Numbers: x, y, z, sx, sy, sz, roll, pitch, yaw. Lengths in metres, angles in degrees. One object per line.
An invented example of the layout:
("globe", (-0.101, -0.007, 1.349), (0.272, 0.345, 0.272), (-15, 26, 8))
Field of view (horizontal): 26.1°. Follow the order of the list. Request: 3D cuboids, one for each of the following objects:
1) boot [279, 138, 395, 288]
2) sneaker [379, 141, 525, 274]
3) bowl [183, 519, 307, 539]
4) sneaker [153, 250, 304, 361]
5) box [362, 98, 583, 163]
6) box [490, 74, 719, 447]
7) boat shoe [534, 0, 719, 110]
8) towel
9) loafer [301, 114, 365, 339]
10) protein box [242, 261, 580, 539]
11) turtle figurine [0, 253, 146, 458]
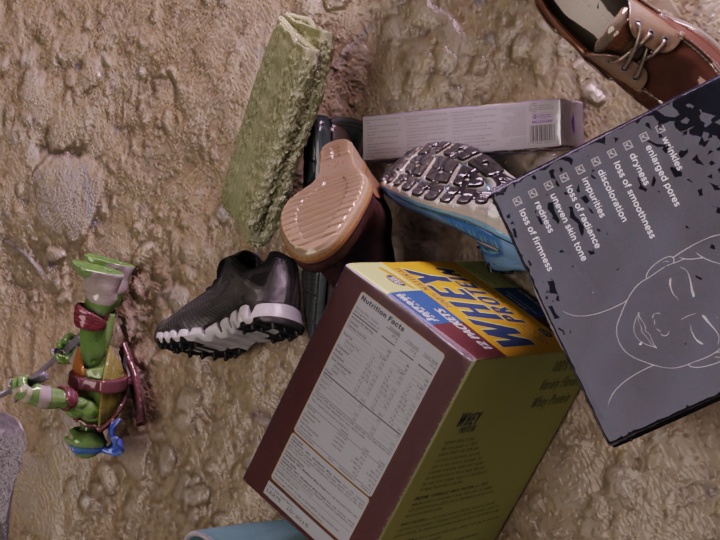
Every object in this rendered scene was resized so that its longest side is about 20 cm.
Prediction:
("boot", (0.000, 0.000, 1.248), (0.072, 0.200, 0.167), (-14, 114, 14))
("sneaker", (0.100, -0.035, 1.253), (0.200, 0.078, 0.090), (25, 138, 25))
("bowl", (-0.062, 0.297, 1.345), (0.201, 0.105, 0.201), (43, 145, 40))
("sneaker", (-0.119, 0.030, 1.443), (0.200, 0.066, 0.091), (-16, 61, 47))
("box", (0.091, -0.115, 1.294), (0.200, 0.039, 0.042), (-2, 88, 37))
("box", (0.229, -0.009, 1.091), (0.196, 0.124, 0.200), (-27, 81, 17))
("boat shoe", (0.203, -0.171, 1.175), (0.200, 0.072, 0.076), (38, 113, 16))
("towel", (-0.074, -0.128, 1.384), (0.148, 0.036, 0.200), (-129, 56, -67))
("loafer", (-0.016, -0.036, 1.363), (0.072, 0.063, 0.201), (-166, 76, -76))
("protein box", (0.050, 0.111, 1.225), (0.135, 0.198, 0.200), (37, 111, 30))
("turtle figurine", (-0.301, 0.078, 1.532), (0.200, 0.144, 0.194), (20, 98, 32))
